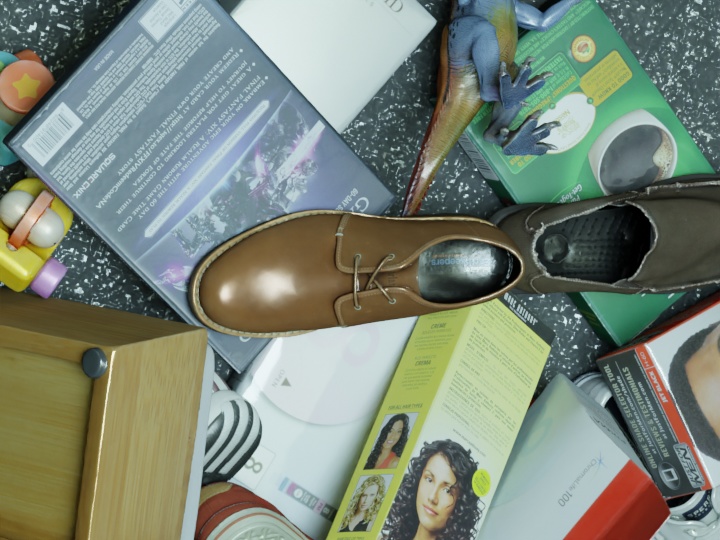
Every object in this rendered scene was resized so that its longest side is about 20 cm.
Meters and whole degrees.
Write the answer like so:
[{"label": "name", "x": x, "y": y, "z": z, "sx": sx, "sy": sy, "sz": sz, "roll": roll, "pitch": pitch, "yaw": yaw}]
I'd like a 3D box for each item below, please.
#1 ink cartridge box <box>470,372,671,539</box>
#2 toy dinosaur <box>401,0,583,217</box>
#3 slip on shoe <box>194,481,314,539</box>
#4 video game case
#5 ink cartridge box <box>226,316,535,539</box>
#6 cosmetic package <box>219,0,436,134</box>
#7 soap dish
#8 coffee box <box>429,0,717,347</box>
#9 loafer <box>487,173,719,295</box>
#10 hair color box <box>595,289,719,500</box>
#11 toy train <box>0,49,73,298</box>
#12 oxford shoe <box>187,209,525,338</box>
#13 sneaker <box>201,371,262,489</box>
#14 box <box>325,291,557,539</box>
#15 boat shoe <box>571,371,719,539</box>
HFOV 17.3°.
[{"label": "ink cartridge box", "x": 0.098, "y": 0.159, "z": 1.387, "sx": 0.047, "sy": 0.200, "sz": 0.160, "roll": 38, "pitch": 97, "yaw": -11}, {"label": "toy dinosaur", "x": 0.066, "y": -0.160, "z": 1.430, "sx": 0.199, "sy": 0.182, "sz": 0.105, "roll": -30, "pitch": 140, "yaw": 6}, {"label": "slip on shoe", "x": -0.046, "y": 0.187, "z": 1.425, "sx": 0.074, "sy": 0.061, "sz": 0.200, "roll": -41, "pitch": 138, "yaw": -2}, {"label": "video game case", "x": -0.089, "y": -0.058, "z": 1.366, "sx": 0.143, "sy": 0.019, "sz": 0.200, "roll": -48, "pitch": 116, "yaw": -9}, {"label": "ink cartridge box", "x": 0.011, "y": 0.107, "z": 1.474, "sx": 0.199, "sy": 0.057, "sz": 0.163, "roll": 32, "pitch": 84, "yaw": -11}, {"label": "cosmetic package", "x": -0.060, "y": -0.109, "z": 1.426, "sx": 0.101, "sy": 0.071, "sz": 0.200, "roll": 42, "pitch": 82, "yaw": -14}, {"label": "soap dish", "x": -0.180, "y": 0.096, "z": 1.342, "sx": 0.081, "sy": 0.199, "sz": 0.159, "roll": 6, "pitch": 93, "yaw": -51}, {"label": "coffee box", "x": 0.148, "y": -0.065, "z": 1.503, "sx": 0.123, "sy": 0.044, "sz": 0.200, "roll": -40, "pitch": 103, "yaw": -10}, {"label": "loafer", "x": 0.176, "y": -0.014, "z": 1.454, "sx": 0.198, "sy": 0.071, "sz": 0.074, "roll": -10, "pitch": 97, "yaw": -15}, {"label": "hair color box", "x": 0.255, "y": 0.056, "z": 1.499, "sx": 0.199, "sy": 0.061, "sz": 0.102, "roll": -28, "pitch": 92, "yaw": -30}, {"label": "toy train", "x": -0.230, "y": -0.057, "z": 1.345, "sx": 0.149, "sy": 0.056, "sz": 0.201, "roll": 13, "pitch": 62, "yaw": -20}, {"label": "oxford shoe", "x": 0.000, "y": 0.000, "z": 1.366, "sx": 0.198, "sy": 0.071, "sz": 0.072, "roll": -9, "pitch": 99, "yaw": -13}, {"label": "sneaker", "x": -0.150, "y": 0.116, "z": 1.423, "sx": 0.200, "sy": 0.116, "sz": 0.075, "roll": -46, "pitch": 150, "yaw": 18}, {"label": "box", "x": 0.049, "y": 0.103, "z": 1.423, "sx": 0.075, "sy": 0.050, "sz": 0.201, "roll": 39, "pitch": 60, "yaw": -32}, {"label": "boat shoe", "x": 0.204, "y": 0.148, "z": 1.522, "sx": 0.200, "sy": 0.065, "sz": 0.074, "roll": 43, "pitch": 82, "yaw": -14}]
